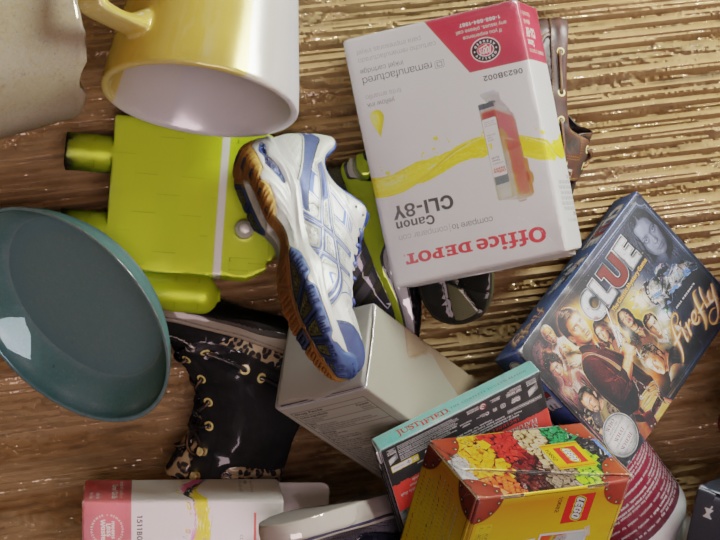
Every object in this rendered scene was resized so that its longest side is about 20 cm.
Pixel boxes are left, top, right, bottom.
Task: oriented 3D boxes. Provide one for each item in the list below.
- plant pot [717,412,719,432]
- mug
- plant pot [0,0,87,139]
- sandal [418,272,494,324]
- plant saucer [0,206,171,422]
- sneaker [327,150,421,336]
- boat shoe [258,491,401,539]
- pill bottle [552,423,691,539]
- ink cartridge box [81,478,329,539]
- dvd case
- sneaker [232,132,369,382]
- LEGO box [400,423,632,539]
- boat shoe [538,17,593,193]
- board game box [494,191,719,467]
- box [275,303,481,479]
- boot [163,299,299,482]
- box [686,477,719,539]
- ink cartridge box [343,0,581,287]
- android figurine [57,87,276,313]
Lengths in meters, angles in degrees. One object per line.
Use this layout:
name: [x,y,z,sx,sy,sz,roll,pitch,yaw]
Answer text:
plant pot: [0.404,0.072,1.791,0.201,0.201,0.195,12,111,-15]
mug: [-0.113,-0.203,1.592,0.149,0.187,0.153,5,74,11]
plant pot: [-0.306,-0.165,1.570,0.183,0.200,0.201,-11,108,-20]
sandal: [0.078,-0.057,1.742,0.080,0.057,0.201,5,99,12]
plant saucer: [-0.222,0.027,1.661,0.036,0.200,0.200,-47,117,-43]
sneaker: [0.000,0.000,1.744,0.081,0.074,0.200,-12,109,11]
boat shoe: [-0.010,0.229,1.678,0.075,0.200,0.093,-11,86,29]
pill bottle: [0.209,0.188,1.814,0.110,0.110,0.200,-37,110,0]
ink cartridge box: [-0.122,0.230,1.703,0.200,0.067,0.117,-1,99,-6]
dvd case: [0.095,0.180,1.704,0.146,0.022,0.200,-26,127,-12]
sneaker: [-0.024,-0.016,1.625,0.088,0.075,0.200,-16,79,-24]
LEGO box: [0.109,0.228,1.670,0.149,0.077,0.200,-3,122,-32]
boat shoe: [0.156,-0.107,1.737,0.070,0.070,0.200,-12,108,-4]
board game box: [0.213,0.050,1.751,0.136,0.035,0.200,46,59,-12]
box: [0.031,0.111,1.715,0.095,0.078,0.200,-14,144,34]
boot: [-0.128,0.100,1.738,0.200,0.073,0.151,14,102,-21]
box: [0.384,0.234,1.799,0.200,0.148,0.104,-9,113,-49]
ink cartridge box: [0.082,-0.096,1.665,0.145,0.083,0.200,-12,90,14]
android figurine: [-0.136,-0.056,1.677,0.200,0.041,0.182,6,84,-4]
